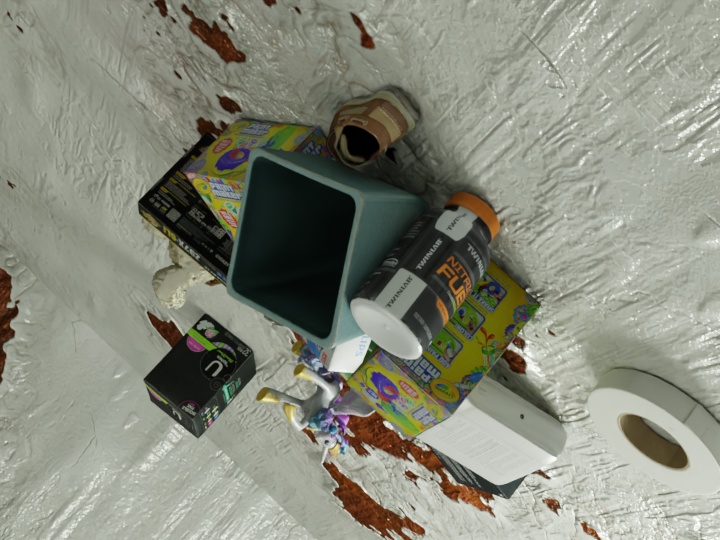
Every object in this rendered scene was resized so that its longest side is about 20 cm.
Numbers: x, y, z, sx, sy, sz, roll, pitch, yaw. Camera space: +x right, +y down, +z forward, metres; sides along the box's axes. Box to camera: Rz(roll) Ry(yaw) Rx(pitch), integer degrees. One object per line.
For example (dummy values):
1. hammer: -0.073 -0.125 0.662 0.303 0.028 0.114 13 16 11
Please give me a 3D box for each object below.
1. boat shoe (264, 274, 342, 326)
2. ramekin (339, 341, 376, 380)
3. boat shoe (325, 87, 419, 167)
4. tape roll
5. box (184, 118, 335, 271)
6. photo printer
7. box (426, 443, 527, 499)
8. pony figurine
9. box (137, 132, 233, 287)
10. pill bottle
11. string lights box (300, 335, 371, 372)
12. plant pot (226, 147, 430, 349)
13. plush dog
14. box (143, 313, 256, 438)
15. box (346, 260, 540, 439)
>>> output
1. boat shoe: -0.043 0.048 1.664 0.198 0.072 0.068 4 129 17
2. ramekin: 0.040 0.127 1.937 0.199 0.098 0.200 35 158 17
3. boat shoe: -0.003 -0.164 1.496 0.076 0.072 0.200 46 159 -8
4. tape roll: 0.381 0.206 1.573 0.202 0.037 0.203 36 157 18
5. box: -0.108 -0.098 1.739 0.199 0.122 0.193 13 144 51
6. photo printer: 0.178 0.230 1.825 0.199 0.070 0.166 32 143 -16
7. box: 0.168 0.267 2.006 0.200 0.079 0.141 53 160 -24
8. pony figurine: -0.057 0.211 2.118 0.166 0.194 0.200 18 157 52
9. box: -0.216 -0.089 1.892 0.200 0.160 0.049 38 158 8
10. pill bottle: 0.084 -0.001 1.474 0.106 0.200 0.106 32 157 16
11. string lights box: -0.051 0.057 1.842 0.059 0.103 0.200 8 -157 -32
12. plant pot: -0.022 -0.038 1.566 0.195 0.199 0.198 25 111 36
13. plush dog: -0.263 -0.050 2.072 0.159 0.172 0.202 -4 104 15
14. box: -0.342 0.227 2.655 0.148 0.200 0.125 36 158 16
15. box: 0.105 0.099 1.619 0.122 0.193 0.200 41 158 1
